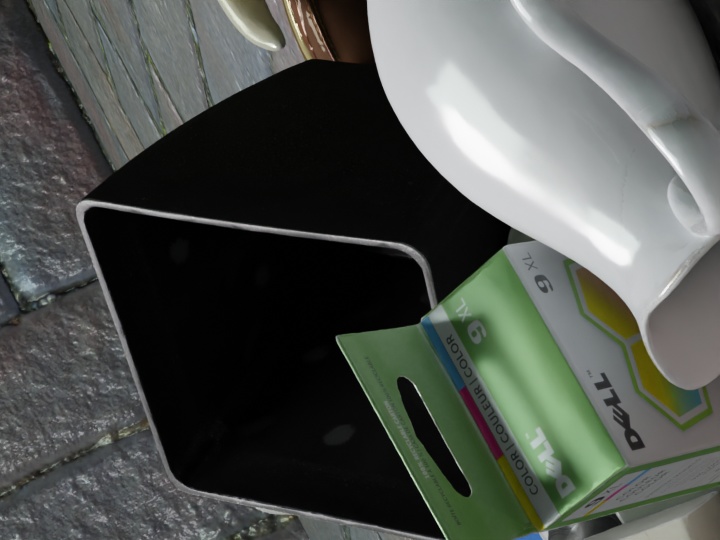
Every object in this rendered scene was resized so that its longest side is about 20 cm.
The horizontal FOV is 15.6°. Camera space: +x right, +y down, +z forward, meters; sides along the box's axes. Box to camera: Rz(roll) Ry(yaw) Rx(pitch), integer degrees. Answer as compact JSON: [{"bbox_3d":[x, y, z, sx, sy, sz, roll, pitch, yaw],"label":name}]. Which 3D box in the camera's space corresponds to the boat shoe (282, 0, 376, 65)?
[{"bbox_3d":[0.024,-0.104,1.461,0.201,0.072,0.068,61,168,-18],"label":"boat shoe"}]

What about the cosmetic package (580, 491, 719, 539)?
[{"bbox_3d":[0.147,0.215,1.201,0.201,0.103,0.073,68,-160,2],"label":"cosmetic package"}]

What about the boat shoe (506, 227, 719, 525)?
[{"bbox_3d":[0.134,0.058,1.289,0.202,0.070,0.072,65,-177,20],"label":"boat shoe"}]

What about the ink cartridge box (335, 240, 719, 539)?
[{"bbox_3d":[0.093,0.043,1.076,0.059,0.199,0.104,-42,68,36],"label":"ink cartridge box"}]

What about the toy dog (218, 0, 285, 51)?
[{"bbox_3d":[-0.046,-0.197,1.335,0.200,0.139,0.196,24,119,56],"label":"toy dog"}]

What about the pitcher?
[{"bbox_3d":[0.087,-0.070,1.002,0.200,0.121,0.172,52,173,23],"label":"pitcher"}]

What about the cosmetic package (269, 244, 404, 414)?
[{"bbox_3d":[-0.011,0.017,1.502,0.051,0.082,0.201,60,-161,-51],"label":"cosmetic package"}]

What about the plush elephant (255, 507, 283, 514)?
[{"bbox_3d":[-0.037,0.054,1.615,0.200,0.154,0.166,-94,-13,-72],"label":"plush elephant"}]

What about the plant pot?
[{"bbox_3d":[0.000,0.000,1.361,0.199,0.178,0.201,7,132,28],"label":"plant pot"}]

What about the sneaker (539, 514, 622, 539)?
[{"bbox_3d":[0.137,0.116,1.436,0.200,0.070,0.100,-69,-9,-73],"label":"sneaker"}]

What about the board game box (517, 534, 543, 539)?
[{"bbox_3d":[0.066,0.059,1.578,0.201,0.045,0.153,-104,-4,-51],"label":"board game box"}]
